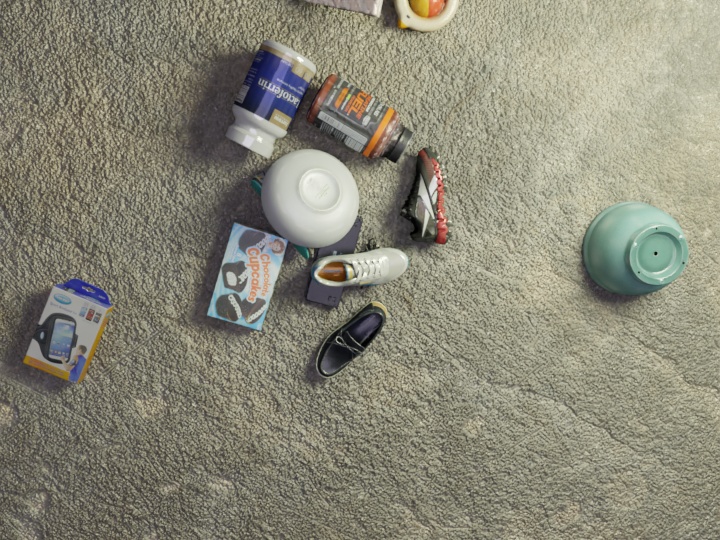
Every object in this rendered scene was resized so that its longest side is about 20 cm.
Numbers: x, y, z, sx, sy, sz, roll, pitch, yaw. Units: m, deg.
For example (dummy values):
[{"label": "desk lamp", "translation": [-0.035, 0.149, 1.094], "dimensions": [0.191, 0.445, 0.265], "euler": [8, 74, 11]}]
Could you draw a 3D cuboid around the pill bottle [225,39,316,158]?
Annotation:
[{"label": "pill bottle", "translation": [-0.176, -0.327, 1.202], "dimensions": [0.116, 0.116, 0.200], "euler": [26, 97, -6]}]

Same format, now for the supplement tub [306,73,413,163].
[{"label": "supplement tub", "translation": [0.002, -0.290, 1.221], "dimensions": [0.200, 0.107, 0.107], "euler": [29, 96, -7]}]

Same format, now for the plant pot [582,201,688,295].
[{"label": "plant pot", "translation": [0.575, -0.039, 1.270], "dimensions": [0.200, 0.134, 0.201], "euler": [0, 98, -2]}]

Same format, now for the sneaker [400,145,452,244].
[{"label": "sneaker", "translation": [0.126, -0.147, 1.264], "dimensions": [0.098, 0.071, 0.201], "euler": [-8, 100, -4]}]

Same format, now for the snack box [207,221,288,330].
[{"label": "snack box", "translation": [-0.231, 0.012, 1.287], "dimensions": [0.116, 0.037, 0.200], "euler": [17, 97, -5]}]

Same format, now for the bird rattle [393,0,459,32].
[{"label": "bird rattle", "translation": [0.133, -0.551, 1.214], "dimensions": [0.200, 0.113, 0.163], "euler": [-7, 110, -15]}]

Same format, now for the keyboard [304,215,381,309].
[{"label": "keyboard", "translation": [-0.033, -0.018, 1.302], "dimensions": [0.127, 0.021, 0.200], "euler": [16, 98, -4]}]

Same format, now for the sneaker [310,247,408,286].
[{"label": "sneaker", "translation": [0.000, 0.000, 1.255], "dimensions": [0.200, 0.081, 0.077], "euler": [-9, 96, -2]}]

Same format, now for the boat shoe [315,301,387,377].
[{"label": "boat shoe", "translation": [-0.020, 0.147, 1.305], "dimensions": [0.075, 0.062, 0.200], "euler": [43, 95, -9]}]

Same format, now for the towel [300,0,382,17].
[{"label": "towel", "translation": [-0.026, -0.584, 1.155], "dimensions": [0.200, 0.032, 0.191], "euler": [23, 112, 23]}]

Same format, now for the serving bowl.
[{"label": "serving bowl", "translation": [-0.089, -0.148, 1.216], "dimensions": [0.200, 0.066, 0.200], "euler": [5, 77, -21]}]

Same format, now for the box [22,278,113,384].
[{"label": "box", "translation": [-0.597, 0.120, 1.284], "dimensions": [0.119, 0.041, 0.200], "euler": [24, 99, -6]}]

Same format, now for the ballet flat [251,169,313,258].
[{"label": "ballet flat", "translation": [-0.138, -0.121, 1.261], "dimensions": [0.072, 0.072, 0.200], "euler": [-34, 99, 2]}]
